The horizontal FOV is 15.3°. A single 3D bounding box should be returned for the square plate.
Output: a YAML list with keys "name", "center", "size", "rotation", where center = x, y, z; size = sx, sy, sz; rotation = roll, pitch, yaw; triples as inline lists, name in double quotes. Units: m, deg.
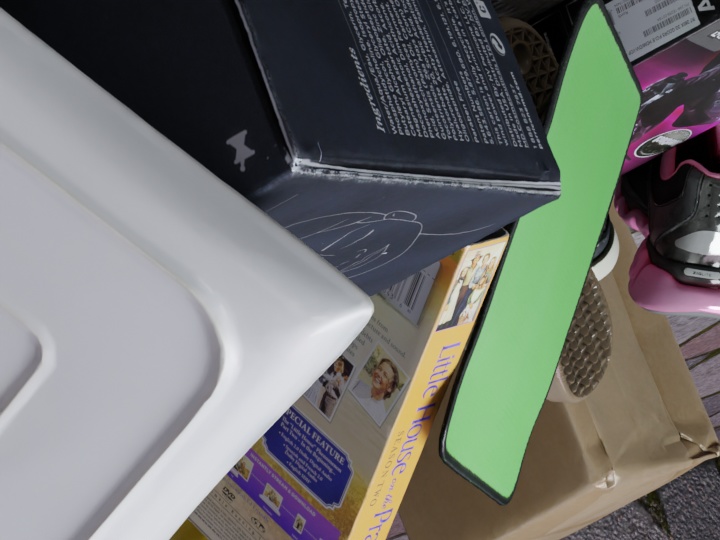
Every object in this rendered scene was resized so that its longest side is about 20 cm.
- name: "square plate"
  center: [-0.129, 0.020, 0.848]
  size: [0.200, 0.198, 0.028]
  rotation: [-49, -172, 30]

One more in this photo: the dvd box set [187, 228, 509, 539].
- name: "dvd box set"
  center: [-0.028, 0.028, 1.093]
  size: [0.029, 0.146, 0.201]
  rotation: [-14, 134, -45]

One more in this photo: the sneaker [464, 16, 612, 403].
- name: "sneaker"
  center: [0.057, -0.024, 1.208]
  size: [0.075, 0.201, 0.070]
  rotation: [12, -139, 35]

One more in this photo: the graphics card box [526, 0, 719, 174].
- name: "graphics card box"
  center: [0.114, -0.087, 1.264]
  size: [0.199, 0.051, 0.125]
  rotation: [-29, 159, 26]

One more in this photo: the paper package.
- name: "paper package"
  center: [0.095, 0.066, 1.616]
  size: [0.103, 0.191, 0.200]
  rotation: [-12, 164, -35]

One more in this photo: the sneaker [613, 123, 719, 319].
- name: "sneaker"
  center: [0.173, -0.051, 1.373]
  size: [0.079, 0.096, 0.200]
  rotation: [1, -157, 0]

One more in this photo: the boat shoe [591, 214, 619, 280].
- name: "boat shoe"
  center: [0.032, -0.021, 1.395]
  size: [0.198, 0.075, 0.066]
  rotation: [-2, 136, 17]

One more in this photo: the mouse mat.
- name: "mouse mat"
  center: [0.079, -0.004, 1.130]
  size: [0.007, 0.201, 0.161]
  rotation: [17, 172, 17]

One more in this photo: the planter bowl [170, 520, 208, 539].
- name: "planter bowl"
  center: [-0.106, 0.037, 1.243]
  size: [0.083, 0.201, 0.200]
  rotation: [20, -165, 32]

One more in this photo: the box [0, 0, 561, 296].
- name: "box"
  center: [-0.069, -0.041, 0.946]
  size: [0.199, 0.124, 0.196]
  rotation: [-28, 168, 26]
